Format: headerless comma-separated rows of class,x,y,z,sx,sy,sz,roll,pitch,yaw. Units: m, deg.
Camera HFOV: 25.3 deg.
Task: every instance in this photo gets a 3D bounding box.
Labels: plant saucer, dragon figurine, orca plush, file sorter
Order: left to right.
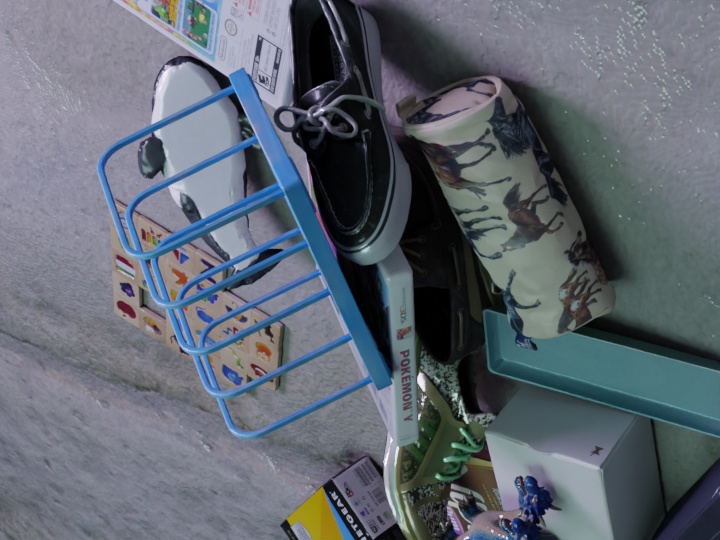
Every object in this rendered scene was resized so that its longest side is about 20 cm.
orca plush,-0.117,-0.090,1.319,0.105,0.071,0.201,-30,115,8
file sorter,-0.080,-0.004,1.101,0.139,0.122,0.201,-117,1,-48
dragon figurine,0.120,0.236,1.264,0.099,0.059,0.201,20,139,38
plant saucer,0.186,0.073,1.193,0.199,0.019,0.070,14,136,24

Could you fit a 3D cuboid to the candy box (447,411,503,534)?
candy box,0.112,0.210,1.394,0.116,0.057,0.201,12,136,36

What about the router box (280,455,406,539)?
router box,0.019,0.293,1.538,0.201,0.051,0.149,54,147,9

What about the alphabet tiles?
alphabet tiles,-0.156,0.035,1.515,0.199,0.008,0.168,30,143,17

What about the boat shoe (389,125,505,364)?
boat shoe,0.051,-0.014,1.202,0.074,0.073,0.201,0,127,44

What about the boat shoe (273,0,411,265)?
boat shoe,-0.015,-0.103,1.080,0.073,0.201,0.068,-17,155,32

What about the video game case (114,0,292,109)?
video game case,-0.110,-0.233,1.175,0.181,0.024,0.201,34,145,13

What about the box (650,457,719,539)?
box,0.314,0.223,1.167,0.182,0.104,0.200,36,144,7

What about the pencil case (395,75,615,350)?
pencil case,0.101,-0.043,1.120,0.089,0.078,0.201,-13,118,35

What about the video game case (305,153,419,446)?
video game case,0.000,0.000,1.193,0.183,0.023,0.201,86,165,-46

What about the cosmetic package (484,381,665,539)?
cosmetic package,0.177,0.186,1.279,0.107,0.085,0.201,17,137,33

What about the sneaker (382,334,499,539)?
sneaker,0.070,0.133,1.287,0.088,0.077,0.202,0,94,25
